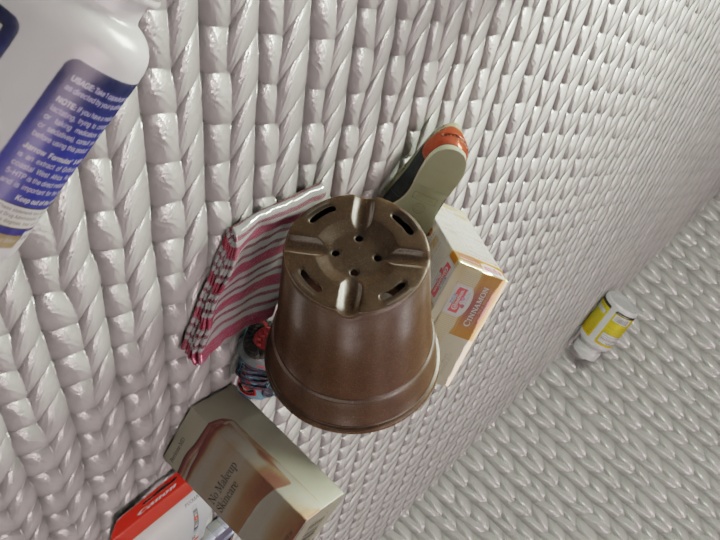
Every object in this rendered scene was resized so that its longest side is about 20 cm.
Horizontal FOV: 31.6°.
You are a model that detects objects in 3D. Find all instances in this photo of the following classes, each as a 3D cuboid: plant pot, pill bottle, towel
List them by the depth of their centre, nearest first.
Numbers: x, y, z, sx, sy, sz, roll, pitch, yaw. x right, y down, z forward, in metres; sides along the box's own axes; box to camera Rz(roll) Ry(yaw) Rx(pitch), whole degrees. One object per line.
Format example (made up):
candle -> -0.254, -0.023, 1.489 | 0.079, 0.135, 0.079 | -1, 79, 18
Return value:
pill bottle -> -0.188, -0.117, 0.705 | 0.200, 0.120, 0.120 | -51, 164, 10
towel -> -0.110, 0.004, 1.346 | 0.146, 0.030, 0.201 | -33, 157, -45
plant pot -> -0.008, 0.038, 1.351 | 0.200, 0.200, 0.199 | -41, 154, -26
pill bottle -> 0.711, 0.166, 3.719 | 0.200, 0.111, 0.111 | -55, 163, 24

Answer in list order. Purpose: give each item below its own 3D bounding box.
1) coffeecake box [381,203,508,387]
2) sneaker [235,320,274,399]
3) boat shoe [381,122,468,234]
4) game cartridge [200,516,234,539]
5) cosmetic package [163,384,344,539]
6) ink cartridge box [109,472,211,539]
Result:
coffeecake box -> 0.089, 0.020, 1.559 | 0.154, 0.073, 0.200 | -62, -158, 19
sneaker -> -0.110, 0.121, 1.528 | 0.096, 0.079, 0.200 | -48, 164, 4
boat shoe -> 0.063, -0.092, 1.526 | 0.200, 0.071, 0.063 | -53, -157, 35
game cartridge -> -0.262, 0.470, 2.007 | 0.129, 0.038, 0.201 | -32, 157, -35
cosmetic package -> -0.131, 0.250, 1.545 | 0.087, 0.200, 0.104 | -24, 150, -53
ink cartridge box -> -0.261, 0.341, 1.683 | 0.162, 0.050, 0.200 | -37, 163, -37
